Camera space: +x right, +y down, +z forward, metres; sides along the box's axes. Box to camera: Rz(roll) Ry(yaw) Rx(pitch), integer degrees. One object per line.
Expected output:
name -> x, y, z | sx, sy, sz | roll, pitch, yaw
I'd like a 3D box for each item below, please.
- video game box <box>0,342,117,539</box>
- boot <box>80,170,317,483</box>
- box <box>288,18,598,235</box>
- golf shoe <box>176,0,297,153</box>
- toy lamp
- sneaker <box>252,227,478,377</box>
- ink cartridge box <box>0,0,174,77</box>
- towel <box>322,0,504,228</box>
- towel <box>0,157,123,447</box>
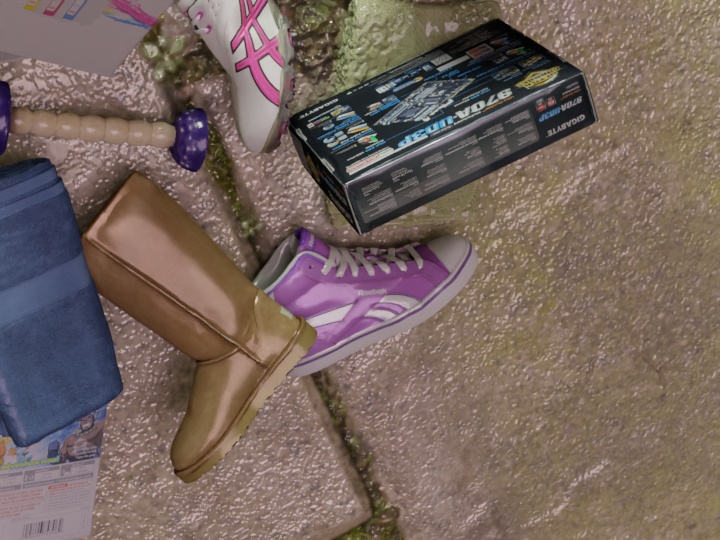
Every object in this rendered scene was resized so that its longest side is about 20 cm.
video game box -> -0.303, 0.142, 1.086 | 0.199, 0.047, 0.183 | -3, 116, -37
boot -> -0.160, 0.048, 1.095 | 0.200, 0.066, 0.175 | 39, 85, -15
box -> 0.057, -0.116, 1.037 | 0.199, 0.159, 0.046 | -26, 120, -7
golf shoe -> -0.096, -0.189, 1.042 | 0.092, 0.073, 0.201 | -5, 103, -13
toy lamp -> -0.219, -0.110, 1.034 | 0.199, 0.058, 0.058 | 6, 110, -25
sneaker -> 0.000, 0.000, 1.156 | 0.200, 0.073, 0.115 | -29, 117, -7
ink cartridge box -> -0.194, -0.232, 0.906 | 0.125, 0.129, 0.200 | 11, 150, -33
towel -> 0.043, -0.130, 1.137 | 0.148, 0.036, 0.201 | -2, 113, -20
towel -> -0.253, 0.023, 1.022 | 0.111, 0.048, 0.201 | -25, 112, -31
